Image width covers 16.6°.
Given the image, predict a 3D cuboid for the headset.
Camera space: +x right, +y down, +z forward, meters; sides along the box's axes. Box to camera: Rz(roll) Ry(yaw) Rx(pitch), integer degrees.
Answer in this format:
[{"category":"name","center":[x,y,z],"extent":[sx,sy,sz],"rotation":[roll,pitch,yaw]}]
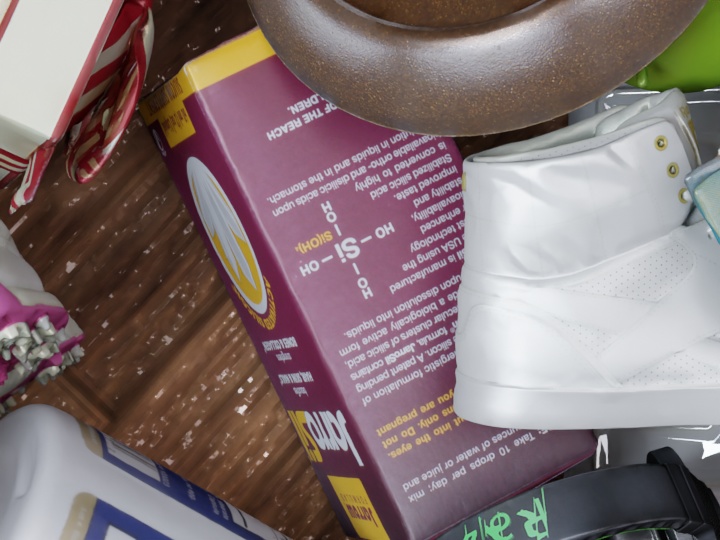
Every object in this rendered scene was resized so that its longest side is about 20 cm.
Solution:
[{"category":"headset","center":[0.098,0.131,0.954],"extent":[0.123,0.200,0.094],"rotation":[-33,64,24]}]

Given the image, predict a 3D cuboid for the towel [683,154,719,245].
[{"category":"towel","center":[0.227,-0.015,0.867],"extent":[0.199,0.022,0.147],"rotation":[-29,92,-13]}]

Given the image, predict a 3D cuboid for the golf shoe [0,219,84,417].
[{"category":"golf shoe","center":[-0.151,0.009,0.879],"extent":[0.075,0.200,0.092],"rotation":[-33,88,-7]}]

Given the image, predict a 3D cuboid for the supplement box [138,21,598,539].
[{"category":"supplement box","center":[0.000,0.000,0.962],"extent":[0.085,0.110,0.201],"rotation":[-26,93,-14]}]

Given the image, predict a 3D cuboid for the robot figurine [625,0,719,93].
[{"category":"robot figurine","center":[0.143,-0.144,0.938],"extent":[0.200,0.116,0.176],"rotation":[-36,76,-31]}]

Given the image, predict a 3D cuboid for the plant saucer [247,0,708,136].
[{"category":"plant saucer","center":[0.042,-0.146,0.874],"extent":[0.199,0.032,0.201],"rotation":[-7,70,19]}]

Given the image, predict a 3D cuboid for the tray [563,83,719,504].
[{"category":"tray","center":[0.132,0.007,1.012],"extent":[0.107,0.022,0.201],"rotation":[-1,85,21]}]

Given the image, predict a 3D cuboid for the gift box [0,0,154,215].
[{"category":"gift box","center":[-0.150,-0.131,0.890],"extent":[0.186,0.200,0.185],"rotation":[25,85,-13]}]

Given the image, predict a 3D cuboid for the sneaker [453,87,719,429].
[{"category":"sneaker","center":[0.132,-0.007,0.886],"extent":[0.199,0.074,0.116],"rotation":[-3,100,-8]}]

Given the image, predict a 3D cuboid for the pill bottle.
[{"category":"pill bottle","center":[-0.066,0.142,0.926],"extent":[0.200,0.111,0.111],"rotation":[32,78,-23]}]
